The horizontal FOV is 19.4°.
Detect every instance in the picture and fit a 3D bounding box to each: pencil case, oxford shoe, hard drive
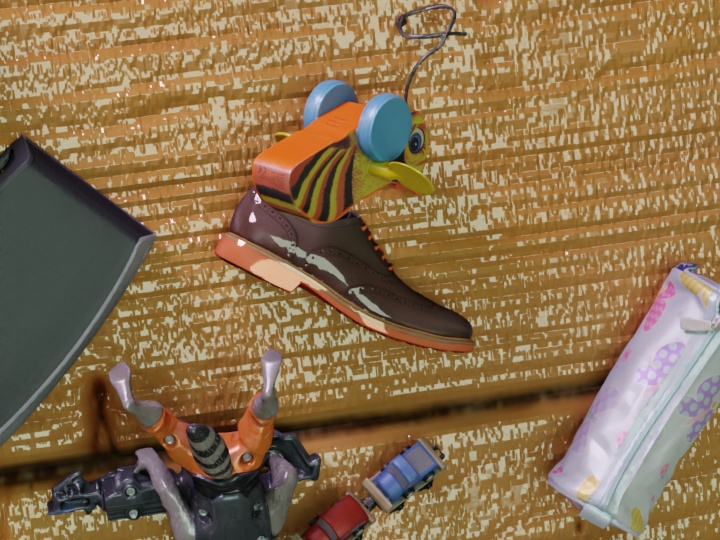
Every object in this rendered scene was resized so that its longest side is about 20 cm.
[{"bbox_3d":[0.220,0.097,1.547,0.083,0.091,0.200,31,93,-14],"label":"pencil case"},{"bbox_3d":[0.000,0.000,1.501,0.200,0.071,0.073,25,88,-13],"label":"oxford shoe"},{"bbox_3d":[-0.247,0.021,1.468,0.135,0.042,0.200,38,90,-14],"label":"hard drive"}]

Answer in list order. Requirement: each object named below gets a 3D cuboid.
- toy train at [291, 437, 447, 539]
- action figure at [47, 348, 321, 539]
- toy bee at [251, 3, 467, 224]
[{"bbox_3d":[-0.017,0.183,1.513,0.200,0.046,0.034,-36,70,-20],"label":"toy train"},{"bbox_3d":[-0.124,0.150,1.472,0.200,0.105,0.194,-14,129,-4],"label":"action figure"},{"bbox_3d":[0.014,-0.083,1.472,0.200,0.131,0.109,-29,128,-16],"label":"toy bee"}]
